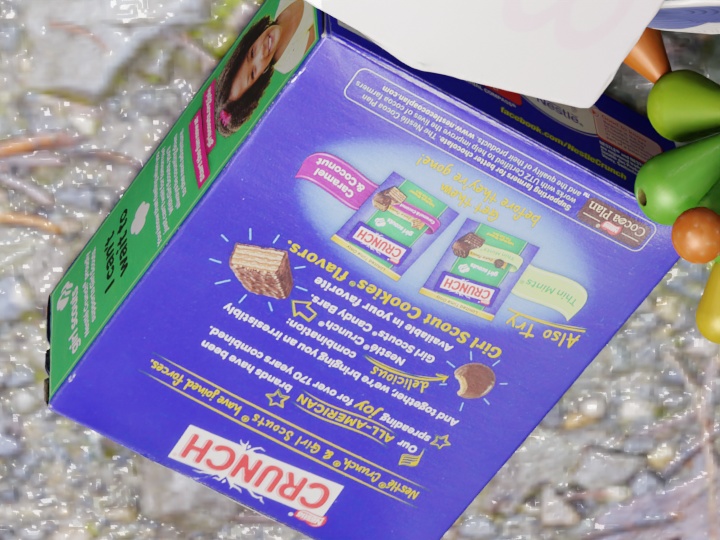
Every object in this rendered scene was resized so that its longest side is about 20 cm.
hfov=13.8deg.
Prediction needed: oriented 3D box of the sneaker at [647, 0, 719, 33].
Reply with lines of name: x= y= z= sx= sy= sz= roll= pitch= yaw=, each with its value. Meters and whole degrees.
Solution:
sneaker: x=0.158 y=-0.144 z=0.942 sx=0.198 sy=0.116 sz=0.080 roll=-10 pitch=172 yaw=33

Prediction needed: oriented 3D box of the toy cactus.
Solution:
toy cactus: x=0.158 y=-0.073 z=1.030 sx=0.165 sy=0.201 sz=0.102 roll=-33 pitch=158 yaw=17

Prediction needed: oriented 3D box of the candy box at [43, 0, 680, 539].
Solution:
candy box: x=0.000 y=0.000 z=1.124 sx=0.168 sy=0.077 sz=0.200 roll=27 pitch=120 yaw=-21

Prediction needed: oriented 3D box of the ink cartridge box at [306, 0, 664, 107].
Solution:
ink cartridge box: x=0.032 y=-0.137 z=0.853 sx=0.199 sy=0.057 sz=0.163 roll=7 pitch=127 yaw=-44
